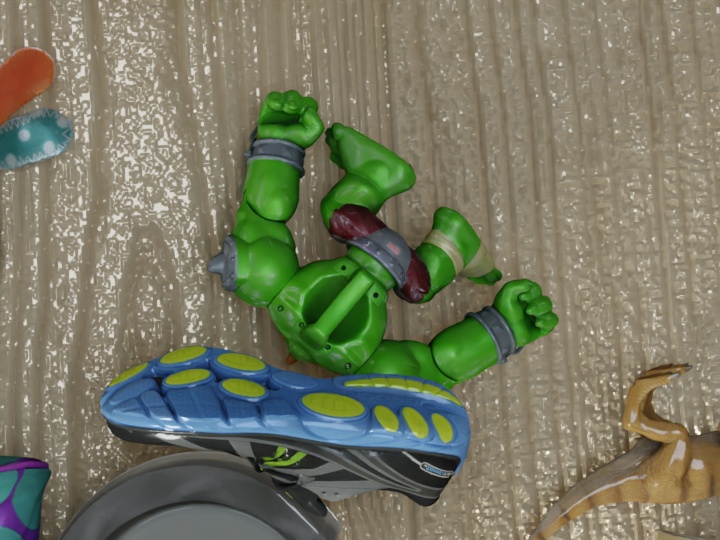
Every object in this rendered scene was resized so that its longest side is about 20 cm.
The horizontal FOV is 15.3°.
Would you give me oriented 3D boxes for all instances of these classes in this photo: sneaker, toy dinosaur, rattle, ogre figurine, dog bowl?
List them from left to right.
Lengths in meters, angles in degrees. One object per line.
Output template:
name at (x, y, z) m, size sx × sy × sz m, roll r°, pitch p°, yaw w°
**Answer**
rattle at (-0.260, -0.035, 1.482) m, size 0.130 × 0.143 × 0.200 m, roll 34°, pitch 64°, yaw -41°
dog bowl at (-0.092, 0.202, 1.482) m, size 0.200 × 0.059 × 0.200 m, roll 4°, pitch 80°, yaw -20°
sneaker at (-0.042, 0.093, 1.448) m, size 0.199 × 0.071 × 0.083 m, roll 8°, pitch 124°, yaw -5°
ogre figurine at (0.000, 0.000, 1.504) m, size 0.200 × 0.098 × 0.120 m, roll 47°, pitch 69°, yaw -19°
toy dinosaur at (0.172, 0.112, 1.557) m, size 0.200 × 0.060 × 0.106 m, roll -11°, pitch 93°, yaw -12°

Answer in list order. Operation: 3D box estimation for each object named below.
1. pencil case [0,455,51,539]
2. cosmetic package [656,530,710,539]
pencil case at (-0.225, 0.195, 1.452) m, size 0.085 × 0.092 × 0.200 m, roll 9°, pitch 89°, yaw 23°
cosmetic package at (0.206, 0.259, 1.556) m, size 0.105 × 0.071 × 0.200 m, roll 15°, pitch 86°, yaw -11°
